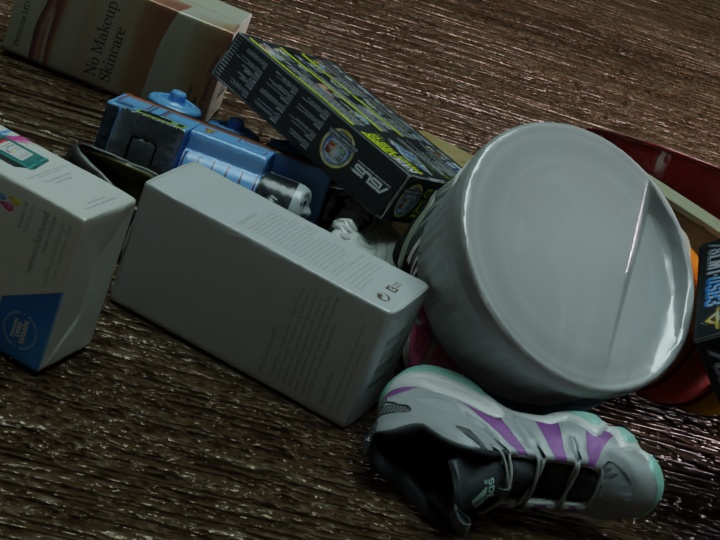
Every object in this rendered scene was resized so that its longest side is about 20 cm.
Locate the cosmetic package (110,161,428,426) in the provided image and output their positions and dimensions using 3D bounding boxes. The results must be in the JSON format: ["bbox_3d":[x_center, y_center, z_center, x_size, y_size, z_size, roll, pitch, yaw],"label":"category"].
[{"bbox_3d":[-0.065,0.014,1.246,0.200,0.102,0.074,30,27,15],"label":"cosmetic package"}]

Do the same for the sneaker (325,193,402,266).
[{"bbox_3d":[0.000,0.000,1.386,0.081,0.075,0.200,32,24,-2],"label":"sneaker"}]

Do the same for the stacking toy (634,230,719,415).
[{"bbox_3d":[0.277,0.067,1.442,0.200,0.146,0.146,32,19,-17],"label":"stacking toy"}]

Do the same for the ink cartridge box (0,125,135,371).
[{"bbox_3d":[-0.258,-0.035,1.164,0.200,0.116,0.067,27,24,15],"label":"ink cartridge box"}]

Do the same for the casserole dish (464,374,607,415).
[{"bbox_3d":[0.116,0.056,1.367,0.121,0.039,0.200,-20,43,-34],"label":"casserole dish"}]

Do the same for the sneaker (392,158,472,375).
[{"bbox_3d":[0.063,0.008,1.336,0.074,0.087,0.200,30,55,-20],"label":"sneaker"}]

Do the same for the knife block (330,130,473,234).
[{"bbox_3d":[0.053,-0.063,1.577,0.200,0.064,0.176,29,24,15],"label":"knife block"}]

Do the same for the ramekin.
[{"bbox_3d":[0.132,0.004,1.266,0.202,0.094,0.203,12,64,-27],"label":"ramekin"}]

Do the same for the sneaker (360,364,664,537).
[{"bbox_3d":[0.094,0.139,1.160,0.200,0.078,0.140,16,23,10],"label":"sneaker"}]

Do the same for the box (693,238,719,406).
[{"bbox_3d":[0.297,0.095,1.301,0.050,0.199,0.200,-19,15,18],"label":"box"}]

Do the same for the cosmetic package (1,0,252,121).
[{"bbox_3d":[-0.214,-0.220,1.638,0.200,0.103,0.087,21,21,1],"label":"cosmetic package"}]

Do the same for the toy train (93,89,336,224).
[{"bbox_3d":[-0.118,-0.079,1.416,0.200,0.087,0.114,22,16,3],"label":"toy train"}]

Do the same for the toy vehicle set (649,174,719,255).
[{"bbox_3d":[0.257,-0.004,1.550,0.027,0.124,0.200,-5,35,-48],"label":"toy vehicle set"}]

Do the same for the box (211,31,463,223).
[{"bbox_3d":[-0.005,-0.111,1.454,0.200,0.044,0.160,41,16,23],"label":"box"}]

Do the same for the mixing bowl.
[{"bbox_3d":[0.282,-0.047,1.653,0.200,0.108,0.200,21,0,0],"label":"mixing bowl"}]

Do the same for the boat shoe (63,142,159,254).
[{"bbox_3d":[-0.138,-0.036,1.334,0.200,0.065,0.073,20,31,1],"label":"boat shoe"}]
